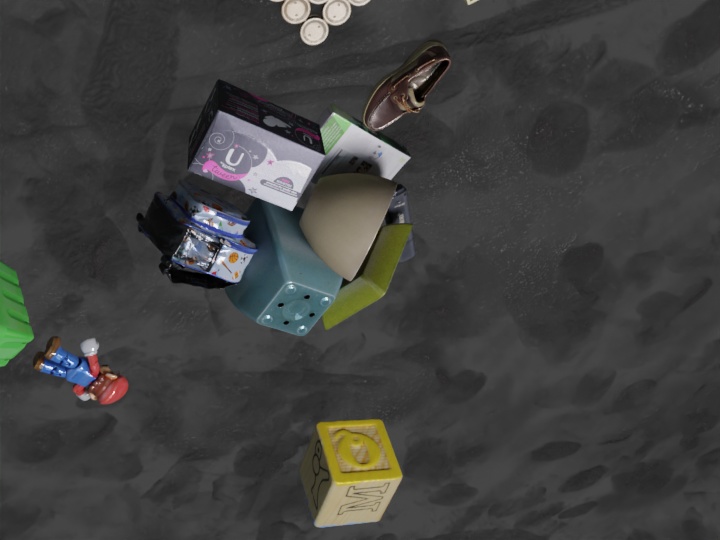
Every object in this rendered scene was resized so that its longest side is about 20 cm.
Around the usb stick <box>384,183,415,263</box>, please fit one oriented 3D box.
[{"bbox_3d":[0.080,-0.094,1.695,0.055,0.033,0.201,-17,135,-5],"label":"usb stick"}]

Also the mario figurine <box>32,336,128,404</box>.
[{"bbox_3d":[-0.575,0.205,1.708,0.200,0.107,0.123,37,148,-31],"label":"mario figurine"}]

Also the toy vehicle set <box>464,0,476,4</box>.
[{"bbox_3d":[0.201,-0.544,1.317,0.124,0.027,0.200,-25,136,2],"label":"toy vehicle set"}]

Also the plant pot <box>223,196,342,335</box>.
[{"bbox_3d":[-0.144,0.010,1.586,0.195,0.201,0.197,20,123,-36],"label":"plant pot"}]

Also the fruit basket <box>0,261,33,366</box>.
[{"bbox_3d":[-0.683,0.056,1.409,0.155,0.216,0.215,-39,134,17],"label":"fruit basket"}]

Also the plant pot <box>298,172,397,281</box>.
[{"bbox_3d":[-0.035,-0.100,1.505,0.134,0.201,0.201,26,123,-4],"label":"plant pot"}]

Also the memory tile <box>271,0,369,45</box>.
[{"bbox_3d":[-0.048,-0.466,1.299,0.199,0.017,0.153,-36,135,14],"label":"memory tile"}]

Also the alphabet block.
[{"bbox_3d":[-0.031,0.527,2.134,0.195,0.196,0.201,0,133,-25],"label":"alphabet block"}]

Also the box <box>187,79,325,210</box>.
[{"bbox_3d":[-0.180,-0.210,1.399,0.199,0.115,0.132,21,122,-23],"label":"box"}]

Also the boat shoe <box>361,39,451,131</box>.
[{"bbox_3d":[0.084,-0.317,1.454,0.200,0.072,0.072,-41,133,18],"label":"boat shoe"}]

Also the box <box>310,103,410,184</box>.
[{"bbox_3d":[-0.022,-0.211,1.542,0.199,0.036,0.144,23,120,-38],"label":"box"}]

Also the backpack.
[{"bbox_3d":[-0.284,-0.063,1.481,0.190,0.200,0.154,32,100,-41],"label":"backpack"}]

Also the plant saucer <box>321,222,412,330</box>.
[{"bbox_3d":[0.000,0.000,1.617,0.048,0.200,0.200,38,138,-17],"label":"plant saucer"}]
